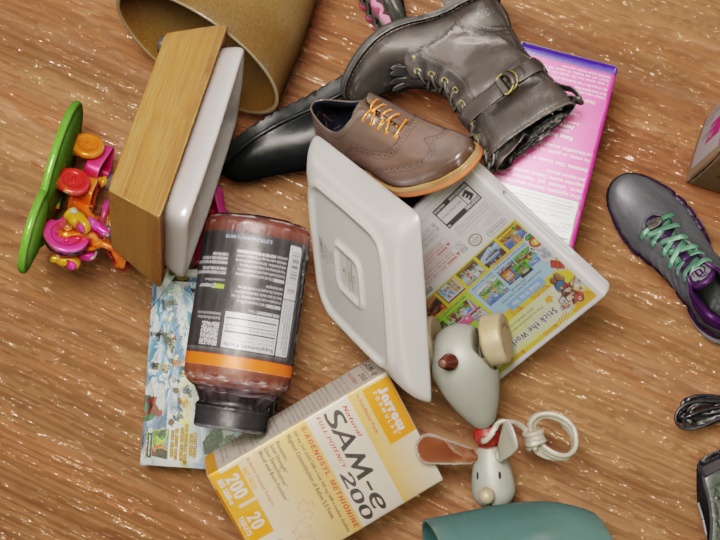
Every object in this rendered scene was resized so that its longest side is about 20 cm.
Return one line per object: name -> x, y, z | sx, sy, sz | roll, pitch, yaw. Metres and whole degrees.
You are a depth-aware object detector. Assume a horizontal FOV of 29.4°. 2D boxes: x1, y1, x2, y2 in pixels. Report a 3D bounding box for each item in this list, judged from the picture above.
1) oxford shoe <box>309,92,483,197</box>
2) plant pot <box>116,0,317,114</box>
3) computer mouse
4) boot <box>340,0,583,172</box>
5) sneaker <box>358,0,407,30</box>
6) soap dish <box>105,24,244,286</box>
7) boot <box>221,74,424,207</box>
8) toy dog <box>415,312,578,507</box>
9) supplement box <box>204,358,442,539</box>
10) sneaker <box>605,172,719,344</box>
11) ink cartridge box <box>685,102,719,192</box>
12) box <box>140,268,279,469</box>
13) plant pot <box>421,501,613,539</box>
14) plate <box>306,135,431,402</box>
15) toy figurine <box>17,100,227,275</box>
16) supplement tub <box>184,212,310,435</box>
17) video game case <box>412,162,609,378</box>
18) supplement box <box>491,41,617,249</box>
oxford shoe -> 0.025, -0.119, 1.255 | 0.198, 0.073, 0.072 | 11, 54, 45
plant pot -> -0.112, -0.292, 1.363 | 0.185, 0.187, 0.201 | 29, 72, 6
computer mouse -> 0.391, 0.211, 1.339 | 0.138, 0.046, 0.203 | -13, 80, 0
boot -> 0.090, -0.165, 1.290 | 0.199, 0.069, 0.176 | -32, 67, 15
sneaker -> 0.028, -0.335, 1.395 | 0.094, 0.079, 0.203 | -16, 86, -7
soap dish -> -0.171, -0.108, 1.265 | 0.080, 0.158, 0.202 | 17, 66, -1
boot -> -0.028, -0.094, 1.381 | 0.197, 0.073, 0.164 | -30, 84, -1
toy dog -> 0.106, 0.133, 1.291 | 0.131, 0.096, 0.201 | -31, 92, 26
supplement box -> -0.037, 0.193, 1.335 | 0.198, 0.074, 0.127 | -30, 100, -5
sneaker -> 0.318, -0.019, 1.335 | 0.074, 0.088, 0.201 | -39, 84, 2
ink cartridge box -> 0.405, -0.106, 1.277 | 0.163, 0.200, 0.076 | 18, 88, 5
box -> -0.148, 0.101, 1.394 | 0.135, 0.040, 0.203 | 4, 87, 5
plant pot -> 0.162, 0.308, 1.281 | 0.159, 0.201, 0.203 | -16, 85, -8
plate -> 0.000, 0.000, 1.277 | 0.032, 0.200, 0.202 | -20, 125, -21
toy figurine -> -0.222, -0.054, 1.356 | 0.182, 0.201, 0.151 | 16, 132, -5
supplement tub -> -0.111, 0.052, 1.308 | 0.105, 0.107, 0.203 | 8, 84, 6
video game case -> 0.108, 0.010, 1.309 | 0.182, 0.023, 0.200 | 42, 130, -5
supplement box -> 0.178, -0.106, 1.346 | 0.102, 0.101, 0.203 | 15, 88, 7
